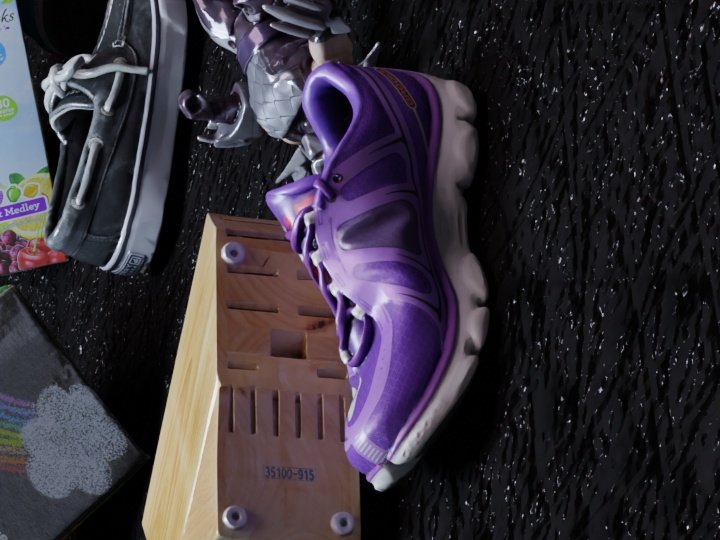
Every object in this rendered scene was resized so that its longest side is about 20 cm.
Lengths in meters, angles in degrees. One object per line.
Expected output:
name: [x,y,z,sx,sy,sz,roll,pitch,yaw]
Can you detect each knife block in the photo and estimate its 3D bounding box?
knife block: [-0.057,0.097,1.270,0.176,0.064,0.201,133,139,-61]

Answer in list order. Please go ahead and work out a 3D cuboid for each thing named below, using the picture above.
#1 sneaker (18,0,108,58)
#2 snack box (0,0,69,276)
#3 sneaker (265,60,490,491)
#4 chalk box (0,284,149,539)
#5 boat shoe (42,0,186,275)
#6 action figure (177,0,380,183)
sneaker: [-0.181,-0.234,1.845,0.121,0.083,0.201,12,88,60]
snack box: [-0.245,-0.112,1.821,0.169,0.068,0.201,-142,41,-69]
sneaker: [0.000,0.000,1.196,0.081,0.083,0.200,127,150,-46]
chalk box: [-0.236,0.120,1.539,0.200,0.125,0.124,-41,10,-21]
boat shoe: [-0.144,-0.092,1.636,0.074,0.068,0.200,140,141,-56]
action figure: [-0.053,-0.117,1.360,0.200,0.069,0.130,60,141,17]
